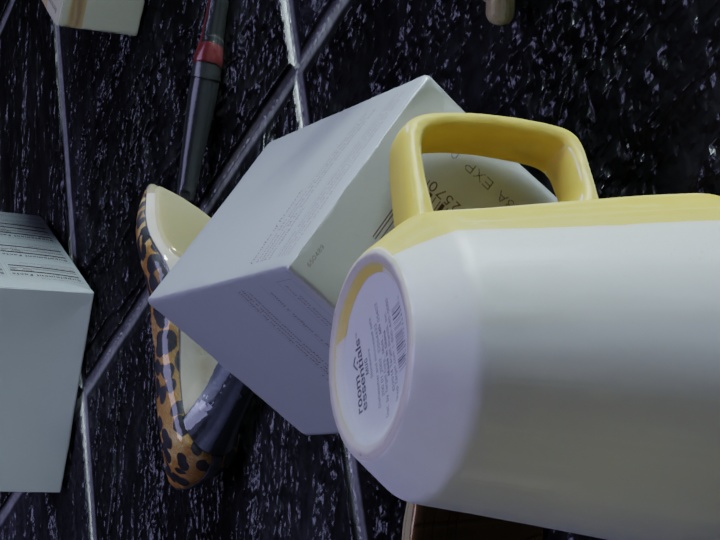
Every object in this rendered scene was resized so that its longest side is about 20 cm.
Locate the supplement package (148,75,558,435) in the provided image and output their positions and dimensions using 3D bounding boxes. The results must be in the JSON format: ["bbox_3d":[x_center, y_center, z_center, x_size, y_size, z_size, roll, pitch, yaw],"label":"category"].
[{"bbox_3d":[0.000,0.000,0.964,0.118,0.117,0.200,-55,17,-19],"label":"supplement package"}]

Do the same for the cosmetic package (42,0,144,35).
[{"bbox_3d":[-0.202,-0.301,1.579,0.105,0.071,0.201,-126,46,-55],"label":"cosmetic package"}]

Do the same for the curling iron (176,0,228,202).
[{"bbox_3d":[-0.116,-0.149,1.407,0.049,0.026,0.201,5,95,29],"label":"curling iron"}]

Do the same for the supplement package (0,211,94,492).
[{"bbox_3d":[-0.338,0.066,1.729,0.200,0.146,0.192,-136,54,-60],"label":"supplement package"}]

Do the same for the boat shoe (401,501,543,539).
[{"bbox_3d":[0.041,0.156,0.955,0.072,0.072,0.201,-170,79,-65],"label":"boat shoe"}]

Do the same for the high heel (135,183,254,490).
[{"bbox_3d":[-0.130,0.045,1.349,0.200,0.071,0.143,57,131,41],"label":"high heel"}]

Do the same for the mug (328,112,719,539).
[{"bbox_3d":[0.065,0.031,0.816,0.187,0.152,0.150,-134,52,-60],"label":"mug"}]

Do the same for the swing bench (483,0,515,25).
[{"bbox_3d":[0.017,-0.257,1.015,0.199,0.129,0.201,47,123,60],"label":"swing bench"}]
